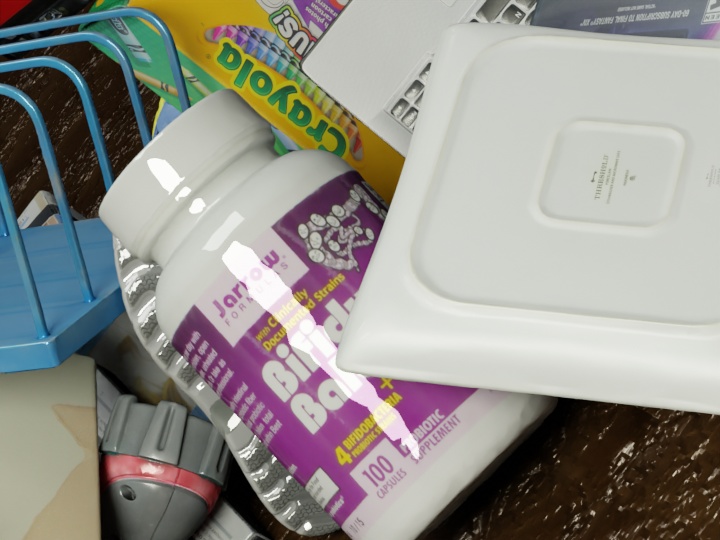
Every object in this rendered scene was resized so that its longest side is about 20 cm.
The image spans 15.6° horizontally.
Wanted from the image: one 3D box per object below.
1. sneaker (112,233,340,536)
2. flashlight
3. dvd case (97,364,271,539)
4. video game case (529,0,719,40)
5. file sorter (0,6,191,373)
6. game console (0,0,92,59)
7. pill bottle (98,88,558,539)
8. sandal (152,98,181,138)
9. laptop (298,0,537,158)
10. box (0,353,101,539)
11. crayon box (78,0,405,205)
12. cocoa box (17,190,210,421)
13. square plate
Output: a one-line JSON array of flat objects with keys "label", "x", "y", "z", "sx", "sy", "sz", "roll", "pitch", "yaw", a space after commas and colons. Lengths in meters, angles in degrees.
[{"label": "sneaker", "x": -0.062, "y": 0.031, "z": 1.250, "sx": 0.074, "sy": 0.201, "sz": 0.082, "roll": -24, "pitch": 15, "yaw": 0}, {"label": "flashlight", "x": -0.114, "y": 0.164, "z": 1.266, "sx": 0.068, "sy": 0.068, "sz": 0.201, "roll": 7, "pitch": 73, "yaw": 28}, {"label": "dvd case", "x": -0.154, "y": 0.168, "z": 1.343, "sx": 0.200, "sy": 0.025, "sz": 0.150, "roll": -50, "pitch": 54, "yaw": 3}, {"label": "video game case", "x": 0.106, "y": -0.049, "z": 1.190, "sx": 0.142, "sy": 0.019, "sz": 0.201, "roll": 1, "pitch": 67, "yaw": 53}, {"label": "file sorter", "x": -0.175, "y": -0.038, "z": 1.259, "sx": 0.138, "sy": 0.123, "sz": 0.200, "roll": -8, "pitch": 17, "yaw": 25}, {"label": "game console", "x": -0.162, "y": -0.201, "z": 1.343, "sx": 0.200, "sy": 0.118, "sz": 0.173, "roll": -28, "pitch": 32, "yaw": 46}, {"label": "pill bottle", "x": -0.018, "y": 0.020, "z": 1.139, "sx": 0.112, "sy": 0.200, "sz": 0.112, "roll": -43, "pitch": -7, "yaw": -7}, {"label": "sandal", "x": -0.054, "y": -0.111, "z": 1.582, "sx": 0.200, "sy": 0.079, "sz": 0.087, "roll": -45, "pitch": 27, "yaw": 22}, {"label": "laptop", "x": 0.090, "y": -0.118, "z": 1.277, "sx": 0.188, "sy": 0.200, "sz": 0.116, "roll": -51, "pitch": -11, "yaw": 3}, {"label": "box", "x": -0.174, "y": 0.127, "z": 1.249, "sx": 0.201, "sy": 0.077, "sz": 0.095, "roll": -98, "pitch": 29, "yaw": -50}, {"label": "crayon box", "x": -0.039, "y": -0.121, "z": 1.406, "sx": 0.058, "sy": 0.200, "sz": 0.119, "roll": -15, "pitch": 43, "yaw": 56}, {"label": "cocoa box", "x": -0.177, "y": 0.083, "z": 1.455, "sx": 0.200, "sy": 0.133, "sz": 0.131, "roll": -51, "pitch": 21, "yaw": 3}, {"label": "square plate", "x": 0.105, "y": -0.032, "z": 1.080, "sx": 0.197, "sy": 0.029, "sz": 0.201, "roll": 5, "pitch": 51, "yaw": 17}]
